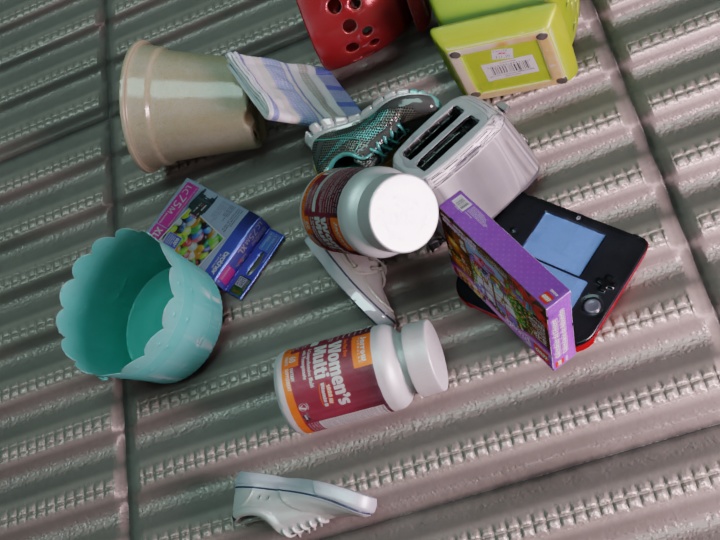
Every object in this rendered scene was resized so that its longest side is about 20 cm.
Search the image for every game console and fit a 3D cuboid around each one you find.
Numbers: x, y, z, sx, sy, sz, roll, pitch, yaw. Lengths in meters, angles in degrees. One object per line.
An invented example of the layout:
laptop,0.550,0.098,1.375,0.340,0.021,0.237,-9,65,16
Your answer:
game console,0.237,-0.001,1.322,0.199,0.031,0.177,26,76,31

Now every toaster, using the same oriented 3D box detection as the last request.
toaster,0.130,-0.132,1.370,0.200,0.129,0.114,-42,41,-2

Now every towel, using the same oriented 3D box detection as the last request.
towel,-0.088,-0.258,1.512,0.024,0.199,0.147,-56,52,31

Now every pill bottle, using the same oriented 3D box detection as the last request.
pill bottle,0.009,-0.072,1.288,0.110,0.109,0.200,-54,22,-11
pill bottle,0.001,0.130,1.303,0.199,0.110,0.110,-17,58,14

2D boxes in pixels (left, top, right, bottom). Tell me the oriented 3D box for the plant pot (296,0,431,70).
plant pot,-0.001,-0.421,1.551,0.182,0.201,0.201,-19,57,10

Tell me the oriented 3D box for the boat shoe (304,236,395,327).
boat shoe,0.000,0.000,1.403,0.070,0.071,0.200,-41,49,1

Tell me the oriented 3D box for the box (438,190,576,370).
box,0.174,0.012,1.240,0.039,0.137,0.200,-35,54,-10

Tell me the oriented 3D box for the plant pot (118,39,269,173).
plant pot,-0.240,-0.251,1.581,0.183,0.201,0.201,-1,62,10

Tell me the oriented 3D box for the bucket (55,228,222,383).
bucket,-0.299,0.057,1.436,0.206,0.135,0.208,-10,69,26

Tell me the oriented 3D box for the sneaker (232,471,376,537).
sneaker,-0.070,0.293,1.278,0.199,0.073,0.071,-1,72,33

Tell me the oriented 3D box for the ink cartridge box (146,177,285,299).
ink cartridge box,-0.218,-0.049,1.539,0.200,0.042,0.120,29,77,31

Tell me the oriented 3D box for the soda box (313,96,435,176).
soda box,0.039,-0.156,1.468,0.199,0.068,0.064,-29,56,6

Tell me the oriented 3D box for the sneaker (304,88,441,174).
sneaker,0.021,-0.174,1.405,0.199,0.078,0.092,-20,60,23

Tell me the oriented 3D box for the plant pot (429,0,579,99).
plant pot,0.198,-0.353,1.437,0.199,0.199,0.182,-8,67,18
